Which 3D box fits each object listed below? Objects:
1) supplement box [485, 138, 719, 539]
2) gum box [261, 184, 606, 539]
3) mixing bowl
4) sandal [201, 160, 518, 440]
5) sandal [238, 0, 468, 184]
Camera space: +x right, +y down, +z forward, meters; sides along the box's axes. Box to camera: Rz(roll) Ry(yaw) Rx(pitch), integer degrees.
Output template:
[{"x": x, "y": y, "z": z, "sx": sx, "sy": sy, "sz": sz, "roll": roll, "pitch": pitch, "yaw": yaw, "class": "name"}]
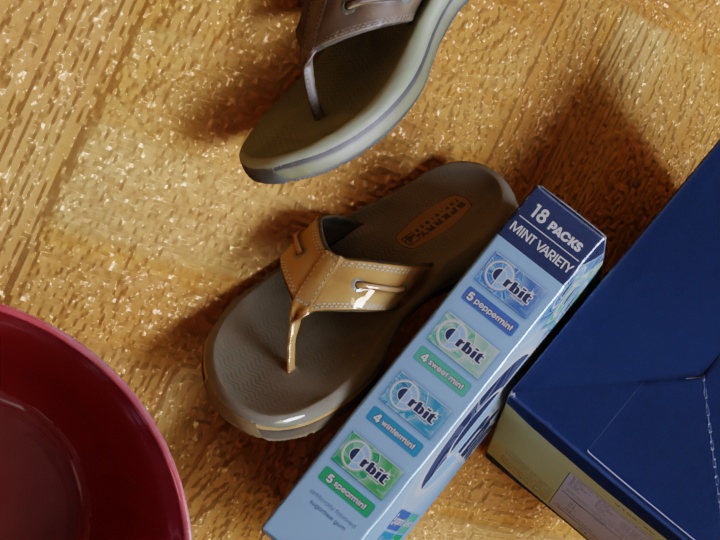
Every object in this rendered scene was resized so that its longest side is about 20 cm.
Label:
[{"x": 0.181, "y": 0.051, "z": 0.997, "sx": 0.200, "sy": 0.134, "sz": 0.200, "roll": -48, "pitch": 171, "yaw": -11, "class": "supplement box"}, {"x": 0.042, "y": 0.063, "z": 0.931, "sx": 0.200, "sy": 0.044, "sz": 0.170, "roll": -52, "pitch": 169, "yaw": -4, "class": "gum box"}, {"x": -0.164, "y": 0.103, "z": 0.747, "sx": 0.199, "sy": 0.108, "sz": 0.201, "roll": 0, "pitch": 94, "yaw": -3, "class": "mixing bowl"}, {"x": 0.000, "y": 0.000, "z": 0.895, "sx": 0.200, "sy": 0.080, "sz": 0.054, "roll": -39, "pitch": 148, "yaw": -29, "class": "sandal"}, {"x": 0.006, "y": -0.121, "z": 0.846, "sx": 0.057, "sy": 0.080, "sz": 0.201, "roll": 44, "pitch": 74, "yaw": -30, "class": "sandal"}]
